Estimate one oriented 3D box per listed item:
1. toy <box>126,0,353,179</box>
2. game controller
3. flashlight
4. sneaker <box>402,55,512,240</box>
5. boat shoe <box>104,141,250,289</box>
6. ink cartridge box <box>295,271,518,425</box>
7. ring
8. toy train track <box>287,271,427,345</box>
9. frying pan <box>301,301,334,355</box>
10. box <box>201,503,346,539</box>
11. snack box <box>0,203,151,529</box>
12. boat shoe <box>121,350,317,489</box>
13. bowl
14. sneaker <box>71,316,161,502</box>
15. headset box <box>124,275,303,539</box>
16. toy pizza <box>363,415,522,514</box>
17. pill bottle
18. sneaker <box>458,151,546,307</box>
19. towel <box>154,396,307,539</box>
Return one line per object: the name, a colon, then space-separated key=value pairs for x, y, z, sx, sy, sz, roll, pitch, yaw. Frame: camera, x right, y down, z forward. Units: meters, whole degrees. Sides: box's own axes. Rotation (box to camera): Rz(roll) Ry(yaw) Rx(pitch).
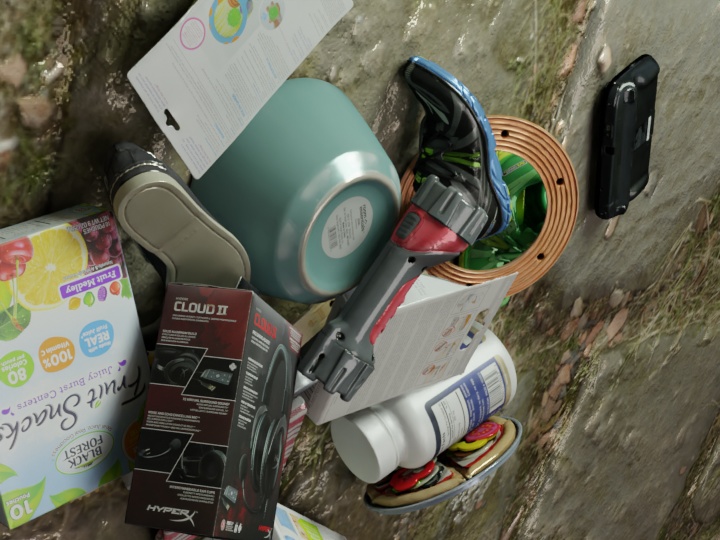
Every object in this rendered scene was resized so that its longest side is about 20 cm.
toy: x=-0.096 y=-0.183 z=0.891 sx=0.200 sy=0.047 sz=0.116 roll=-48 pitch=140 yaw=-16
game controller: x=0.319 y=-0.157 z=1.394 sx=0.104 sy=0.042 sz=0.202 roll=-47 pitch=146 yaw=-36
flashlight: x=0.029 y=0.018 z=0.996 sx=0.201 sy=0.067 sz=0.068 roll=-57 pitch=173 yaw=2
sneaker: x=0.084 y=-0.108 z=1.103 sx=0.082 sy=0.071 sz=0.201 roll=-29 pitch=121 yaw=-10
boat shoe: x=-0.144 y=-0.031 z=0.917 sx=0.072 sy=0.063 sz=0.201 roll=-33 pitch=147 yaw=-3
ink cartridge box: x=0.044 y=0.062 z=1.140 sx=0.198 sy=0.050 sz=0.162 roll=-18 pitch=146 yaw=-36
ring: x=0.127 y=-0.062 z=1.187 sx=0.197 sy=0.019 sz=0.203 roll=-4 pitch=114 yaw=-9
toy train track: x=0.000 y=0.000 z=1.132 sx=0.200 sy=0.032 sz=0.115 roll=-42 pitch=114 yaw=-22
frying pan: x=-0.056 y=0.096 z=1.159 sx=0.190 sy=0.031 sz=0.115 roll=-45 pitch=140 yaw=-11
box: x=-0.074 y=0.335 z=1.238 sx=0.101 sy=0.113 sz=0.200 roll=-38 pitch=145 yaw=7
snack box: x=-0.232 y=0.067 z=0.866 sx=0.141 sy=0.053 sz=0.203 roll=-21 pitch=109 yaw=-36
boat shoe: x=-0.135 y=0.121 z=1.045 sx=0.198 sy=0.069 sz=0.074 roll=-32 pitch=173 yaw=-15
bowl: x=-0.041 y=-0.051 z=1.005 sx=0.199 sy=0.105 sz=0.203 roll=-29 pitch=137 yaw=-31
sneaker: x=-0.206 y=0.101 z=0.972 sx=0.200 sy=0.074 sz=0.091 roll=-43 pitch=134 yaw=-26
headset box: x=-0.108 y=0.108 z=0.920 sx=0.149 sy=0.076 sz=0.203 roll=54 pitch=44 yaw=-70
toy pizza: x=0.089 y=0.209 z=1.311 sx=0.199 sy=0.199 sz=0.032 roll=-32 pitch=99 yaw=-29
pill bottle: x=0.067 y=0.145 z=1.271 sx=0.199 sy=0.111 sz=0.112 roll=-29 pitch=136 yaw=-30
sneaker: x=0.161 y=-0.037 z=1.260 sx=0.074 sy=0.083 sz=0.202 roll=-22 pitch=132 yaw=-37
towel: x=-0.128 y=0.194 z=1.096 sx=0.145 sy=0.030 sz=0.201 roll=-31 pitch=161 yaw=-28
